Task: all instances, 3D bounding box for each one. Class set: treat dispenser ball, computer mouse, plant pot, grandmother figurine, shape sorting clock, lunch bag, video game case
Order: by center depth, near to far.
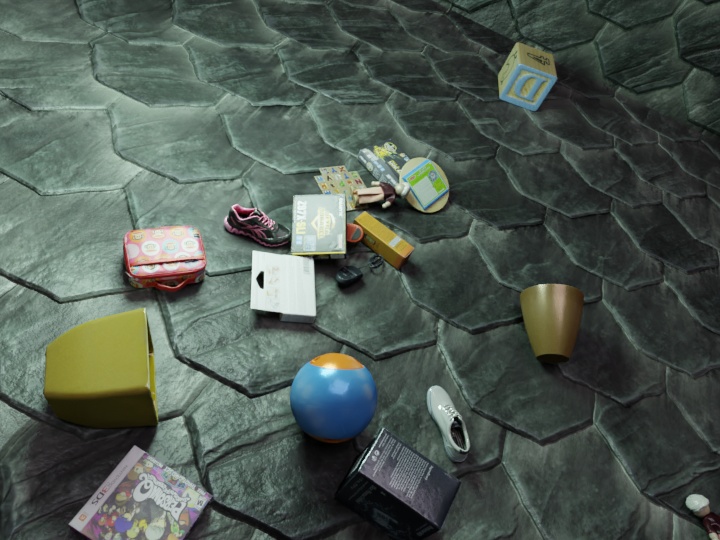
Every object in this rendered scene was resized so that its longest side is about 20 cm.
[{"bbox_3d":[-0.428,0.477,1.081,0.200,0.036,0.181,31,50,5],"label":"video game case"},{"bbox_3d":[-0.542,0.217,1.147,0.200,0.194,0.196,-5,55,-18],"label":"plant pot"},{"bbox_3d":[-0.061,0.292,1.257,0.201,0.201,0.201,11,51,-13],"label":"treat dispenser ball"},{"bbox_3d":[0.933,0.681,1.421,0.121,0.061,0.200,9,42,-50],"label":"grandmother figurine"},{"bbox_3d":[-0.507,-0.025,1.421,0.200,0.082,0.176,-8,61,-24],"label":"lunch bag"},{"bbox_3d":[0.000,0.000,1.628,0.059,0.034,0.200,35,42,30],"label":"computer mouse"},{"bbox_3d":[0.570,0.168,1.629,0.186,0.186,0.200,14,64,-10],"label":"plant pot"},{"bbox_3d":[0.072,-0.255,1.803,0.200,0.061,0.121,-12,66,-13],"label":"grandmother figurine"},{"bbox_3d":[0.222,-0.297,1.901,0.200,0.039,0.200,5,79,-28],"label":"shape sorting clock"}]

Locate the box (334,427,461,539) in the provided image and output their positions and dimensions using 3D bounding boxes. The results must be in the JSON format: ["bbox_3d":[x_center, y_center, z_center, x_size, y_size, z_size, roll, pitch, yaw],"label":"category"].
[{"bbox_3d":[0.074,0.470,1.171,0.200,0.197,0.117,33,50,6],"label":"box"}]

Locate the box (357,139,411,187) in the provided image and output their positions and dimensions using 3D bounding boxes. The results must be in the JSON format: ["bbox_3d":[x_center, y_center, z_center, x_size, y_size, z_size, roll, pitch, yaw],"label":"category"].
[{"bbox_3d":[0.110,-0.370,1.944,0.161,0.049,0.200,-29,70,-34],"label":"box"}]

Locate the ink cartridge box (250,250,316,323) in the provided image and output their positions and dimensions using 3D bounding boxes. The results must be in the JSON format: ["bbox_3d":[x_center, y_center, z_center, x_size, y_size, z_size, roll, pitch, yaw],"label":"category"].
[{"bbox_3d":[-0.214,0.044,1.497,0.176,0.045,0.200,7,51,-17],"label":"ink cartridge box"}]

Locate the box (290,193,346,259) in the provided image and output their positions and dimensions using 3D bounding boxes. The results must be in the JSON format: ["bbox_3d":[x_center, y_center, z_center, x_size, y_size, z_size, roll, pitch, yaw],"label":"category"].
[{"bbox_3d":[-0.120,-0.129,1.608,0.159,0.049,0.200,-2,66,4],"label":"box"}]

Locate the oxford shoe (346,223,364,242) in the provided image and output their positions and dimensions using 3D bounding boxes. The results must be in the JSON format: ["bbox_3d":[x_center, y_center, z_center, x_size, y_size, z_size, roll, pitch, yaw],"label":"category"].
[{"bbox_3d":[-0.085,-0.123,1.676,0.200,0.073,0.071,19,86,10],"label":"oxford shoe"}]

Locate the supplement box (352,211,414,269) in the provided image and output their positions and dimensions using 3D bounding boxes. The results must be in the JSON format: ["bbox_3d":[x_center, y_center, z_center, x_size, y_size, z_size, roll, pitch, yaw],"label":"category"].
[{"bbox_3d":[0.065,-0.095,1.700,0.200,0.067,0.069,37,50,9],"label":"supplement box"}]

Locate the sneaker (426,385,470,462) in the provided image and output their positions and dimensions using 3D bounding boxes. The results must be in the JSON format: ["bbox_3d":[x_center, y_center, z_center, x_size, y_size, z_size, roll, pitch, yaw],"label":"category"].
[{"bbox_3d":[0.231,0.379,1.386,0.073,0.071,0.200,-6,56,-25],"label":"sneaker"}]

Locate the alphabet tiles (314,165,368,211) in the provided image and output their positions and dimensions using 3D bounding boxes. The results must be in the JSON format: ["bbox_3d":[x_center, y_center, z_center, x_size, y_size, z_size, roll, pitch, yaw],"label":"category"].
[{"bbox_3d":[-0.057,-0.278,1.835,0.166,0.006,0.200,-12,59,-29],"label":"alphabet tiles"}]

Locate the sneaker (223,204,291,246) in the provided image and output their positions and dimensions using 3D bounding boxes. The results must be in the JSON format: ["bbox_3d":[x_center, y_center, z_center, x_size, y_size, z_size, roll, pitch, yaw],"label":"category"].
[{"bbox_3d":[-0.292,-0.136,1.577,0.200,0.095,0.079,16,48,-10],"label":"sneaker"}]

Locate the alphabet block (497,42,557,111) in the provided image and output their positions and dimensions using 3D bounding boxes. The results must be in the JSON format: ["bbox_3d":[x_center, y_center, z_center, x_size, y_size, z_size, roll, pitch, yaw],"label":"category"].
[{"bbox_3d":[0.763,-0.888,2.507,0.196,0.195,0.200,18,48,-9],"label":"alphabet block"}]
